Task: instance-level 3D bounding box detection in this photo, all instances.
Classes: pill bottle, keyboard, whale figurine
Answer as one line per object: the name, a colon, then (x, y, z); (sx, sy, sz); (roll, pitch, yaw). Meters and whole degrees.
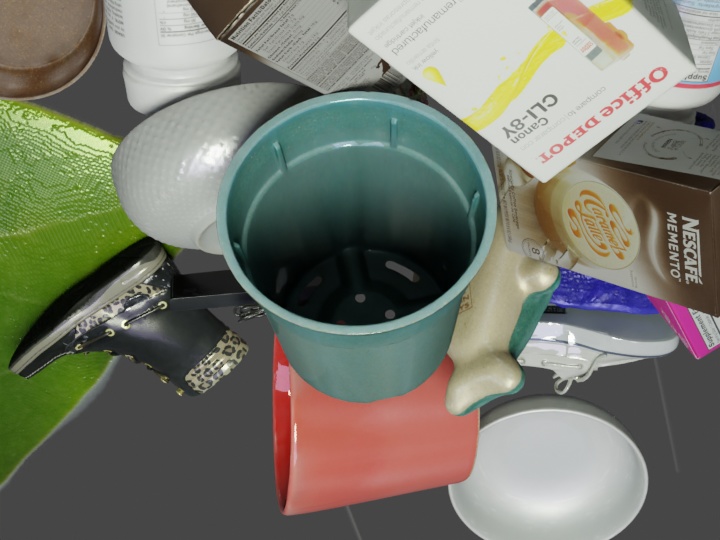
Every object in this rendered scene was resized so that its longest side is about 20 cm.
pill bottle: (-0.147, -0.228, 1.001); (0.113, 0.113, 0.200); (2, 124, 3)
keyboard: (-0.071, 0.020, 1.140); (0.200, 0.127, 0.021); (-6, 108, -5)
pill bottle: (0.246, -0.198, 0.994); (0.109, 0.109, 0.200); (9, 125, -2)
whale figurine: (0.116, 0.041, 1.109); (0.159, 0.200, 0.104); (-30, 131, 30)

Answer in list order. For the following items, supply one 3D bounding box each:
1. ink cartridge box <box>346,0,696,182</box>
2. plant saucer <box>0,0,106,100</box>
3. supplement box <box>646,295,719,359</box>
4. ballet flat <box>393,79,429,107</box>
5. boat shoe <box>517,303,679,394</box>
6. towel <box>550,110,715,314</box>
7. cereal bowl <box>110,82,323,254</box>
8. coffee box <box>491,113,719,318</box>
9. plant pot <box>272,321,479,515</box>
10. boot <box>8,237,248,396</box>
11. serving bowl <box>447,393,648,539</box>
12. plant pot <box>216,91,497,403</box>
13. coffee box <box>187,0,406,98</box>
ink cartridge box: (0.110, -0.173, 0.871); (0.200, 0.083, 0.145); (33, 126, -29)
plant saucer: (-0.299, -0.237, 1.044); (0.200, 0.034, 0.200); (6, 124, 9)
supplement box: (0.328, -0.035, 1.065); (0.200, 0.101, 0.103); (-32, 129, 5)
ballet flat: (0.030, -0.122, 1.090); (0.076, 0.064, 0.200); (-22, 120, 19)
boat shoe: (0.196, 0.075, 1.207); (0.202, 0.075, 0.086); (3, 125, 6)
towel: (0.231, -0.049, 1.133); (0.148, 0.050, 0.200); (2, 125, 2)
cereal bowl: (-0.101, -0.071, 1.060); (0.200, 0.083, 0.200); (-16, 160, -6)
coffee box: (0.208, -0.056, 0.989); (0.200, 0.080, 0.114); (20, 135, 41)
plant pot: (0.011, 0.131, 1.199); (0.177, 0.200, 0.201); (1, 125, -9)
boot: (-0.226, 0.078, 1.237); (0.204, 0.073, 0.154); (-36, 114, 17)
serving bowl: (0.189, 0.198, 1.296); (0.200, 0.066, 0.200); (2, 125, 3)
plant pot: (0.000, 0.000, 0.986); (0.200, 0.200, 0.196); (2, 152, 3)
coffee box: (-0.047, -0.201, 0.933); (0.080, 0.113, 0.200); (-44, 151, 17)
